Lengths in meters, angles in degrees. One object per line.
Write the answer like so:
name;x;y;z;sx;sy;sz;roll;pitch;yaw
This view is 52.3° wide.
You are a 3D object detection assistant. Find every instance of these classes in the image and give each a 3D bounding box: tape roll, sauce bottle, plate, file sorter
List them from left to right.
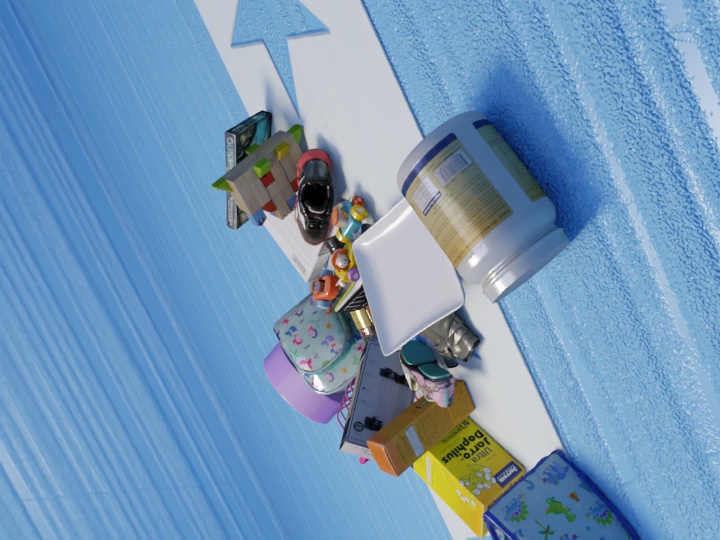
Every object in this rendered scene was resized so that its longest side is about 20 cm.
tape roll;-0.120;0.241;1.615;0.199;0.066;0.200;42;-171;-8
sauce bottle;-0.011;0.026;1.423;0.064;0.064;0.205;-3;112;62
file sorter;0.038;0.281;1.505;0.126;0.137;0.201;52;154;19
plate;0.076;0.001;1.132;0.199;0.032;0.204;-39;59;43

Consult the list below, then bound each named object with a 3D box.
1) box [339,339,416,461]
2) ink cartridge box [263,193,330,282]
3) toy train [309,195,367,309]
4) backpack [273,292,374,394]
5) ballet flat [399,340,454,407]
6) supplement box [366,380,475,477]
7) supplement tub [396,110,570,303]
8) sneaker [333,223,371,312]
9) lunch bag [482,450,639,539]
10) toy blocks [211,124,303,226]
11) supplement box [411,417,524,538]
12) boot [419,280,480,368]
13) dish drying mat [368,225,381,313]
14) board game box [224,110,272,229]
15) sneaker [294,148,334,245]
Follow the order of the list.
box;0.040;0.246;1.367;0.113;0.205;0.060;16;152;-5
ink cartridge box;-0.132;-0.106;1.541;0.201;0.043;0.175;52;139;21
toy train;-0.049;-0.037;1.311;0.149;0.054;0.206;-8;72;59
backpack;-0.068;0.147;1.503;0.202;0.176;0.150;56;-170;11
ballet flat;0.114;0.187;1.290;0.200;0.067;0.073;-139;45;-70
supplement box;0.109;0.272;1.288;0.070;0.198;0.066;60;155;-12
supplement tub;0.152;-0.077;0.909;0.202;0.142;0.145;55;154;13
sneaker;0.000;0.000;1.343;0.082;0.072;0.202;59;133;33
lunch bag;0.297;0.401;1.099;0.202;0.168;0.128;54;154;11
toy blocks;-0.167;-0.162;1.395;0.099;0.199;0.139;24;150;49
supplement box;0.188;0.357;1.331;0.199;0.107;0.112;39;148;38
boot;0.149;0.076;1.192;0.130;0.068;0.201;43;152;9
dish drying mat;0.051;-0.002;1.273;0.203;0.074;0.018;89;172;-45
board game box;-0.223;-0.200;1.463;0.027;0.135;0.205;17;125;18
sneaker;-0.086;-0.117;1.359;0.099;0.069;0.204;-100;11;-49
